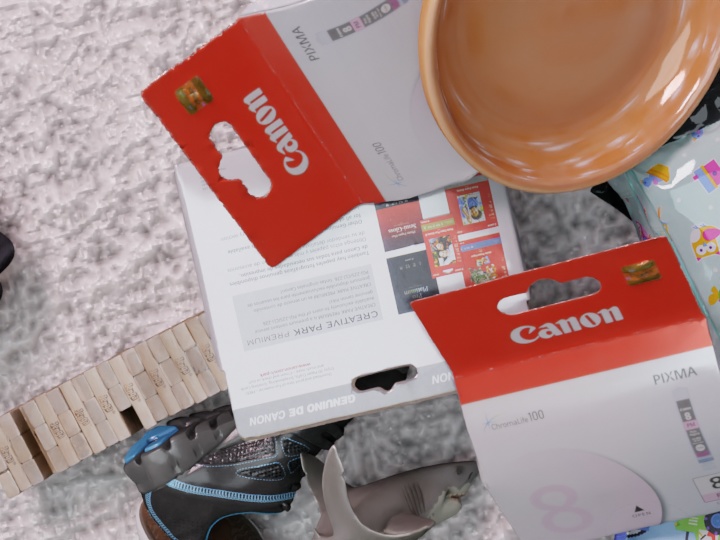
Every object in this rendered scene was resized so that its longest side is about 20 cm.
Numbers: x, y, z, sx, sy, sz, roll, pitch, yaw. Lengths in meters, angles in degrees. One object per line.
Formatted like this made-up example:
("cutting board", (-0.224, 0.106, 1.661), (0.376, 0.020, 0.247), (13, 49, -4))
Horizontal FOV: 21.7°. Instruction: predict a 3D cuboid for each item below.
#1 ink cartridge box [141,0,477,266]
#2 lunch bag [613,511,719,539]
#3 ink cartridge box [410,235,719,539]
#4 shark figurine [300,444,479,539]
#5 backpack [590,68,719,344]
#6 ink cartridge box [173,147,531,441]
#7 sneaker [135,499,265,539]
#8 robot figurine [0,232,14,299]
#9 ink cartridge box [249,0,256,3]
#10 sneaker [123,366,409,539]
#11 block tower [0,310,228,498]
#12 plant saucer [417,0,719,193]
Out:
("ink cartridge box", (0.002, -0.099, 1.066), (0.200, 0.057, 0.163), (-40, 131, -5))
("lunch bag", (0.238, 0.170, 1.192), (0.149, 0.094, 0.202), (9, 90, 12))
("ink cartridge box", (0.138, 0.080, 1.105), (0.161, 0.057, 0.200), (-15, 137, 20))
("shark figurine", (-0.011, 0.147, 1.170), (0.128, 0.214, 0.090), (-36, 80, 14))
("backpack", (0.235, -0.030, 1.137), (0.166, 0.127, 0.201), (-24, 93, 11))
("ink cartridge box", (0.000, 0.000, 1.180), (0.198, 0.084, 0.177), (-12, 88, 0))
("sneaker", (-0.078, 0.229, 1.265), (0.200, 0.073, 0.085), (39, 143, 20))
("robot figurine", (-0.331, -0.031, 1.248), (0.199, 0.125, 0.151), (32, 95, 5))
("ink cartridge box", (0.029, -0.220, 1.141), (0.084, 0.146, 0.200), (38, 102, 5))
("sneaker", (-0.053, 0.110, 1.237), (0.199, 0.073, 0.082), (-26, 101, 1))
("block tower", (-0.158, 0.084, 1.266), (0.199, 0.058, 0.054), (-28, 93, 12))
("plant saucer", (0.117, -0.141, 1.033), (0.199, 0.037, 0.202), (-12, 119, -23))
